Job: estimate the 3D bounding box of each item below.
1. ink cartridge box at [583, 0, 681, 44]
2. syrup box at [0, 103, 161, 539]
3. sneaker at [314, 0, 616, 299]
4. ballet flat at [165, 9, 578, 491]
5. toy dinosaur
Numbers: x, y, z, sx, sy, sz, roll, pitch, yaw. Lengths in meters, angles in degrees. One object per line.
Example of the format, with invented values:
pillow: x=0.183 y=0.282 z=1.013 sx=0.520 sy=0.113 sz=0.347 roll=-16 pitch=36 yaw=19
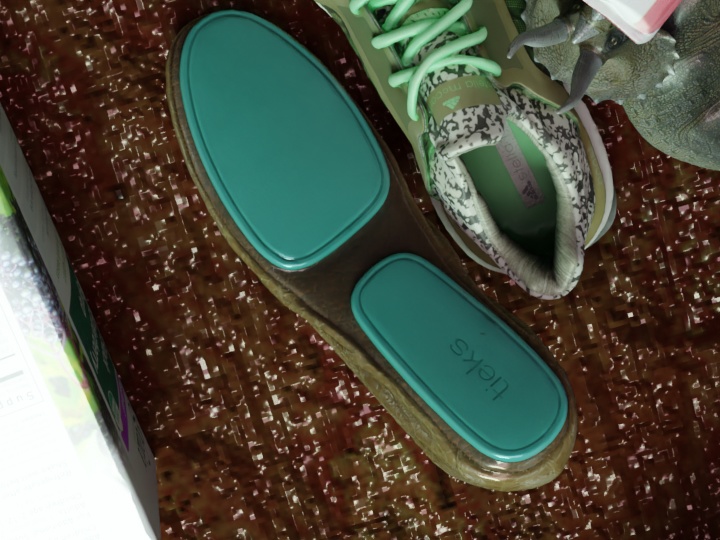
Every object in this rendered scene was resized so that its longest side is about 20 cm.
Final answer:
ink cartridge box: x=0.085 y=-0.173 z=0.840 sx=0.083 sy=0.200 sz=0.145 roll=33 pitch=106 yaw=-14
syrup box: x=-0.138 y=0.016 z=0.961 sx=0.081 sy=0.079 sz=0.201 roll=-21 pitch=113 yaw=3
sneaker: x=0.032 y=-0.073 z=0.935 sx=0.077 sy=0.089 sz=0.200 roll=-31 pitch=112 yaw=8
ballet flat: x=0.000 y=0.000 z=0.962 sx=0.068 sy=0.072 sz=0.200 roll=-39 pitch=76 yaw=-17
toy dinosaur: x=0.120 y=-0.079 z=0.954 sx=0.102 sy=0.077 sz=0.200 roll=-47 pitch=142 yaw=7
